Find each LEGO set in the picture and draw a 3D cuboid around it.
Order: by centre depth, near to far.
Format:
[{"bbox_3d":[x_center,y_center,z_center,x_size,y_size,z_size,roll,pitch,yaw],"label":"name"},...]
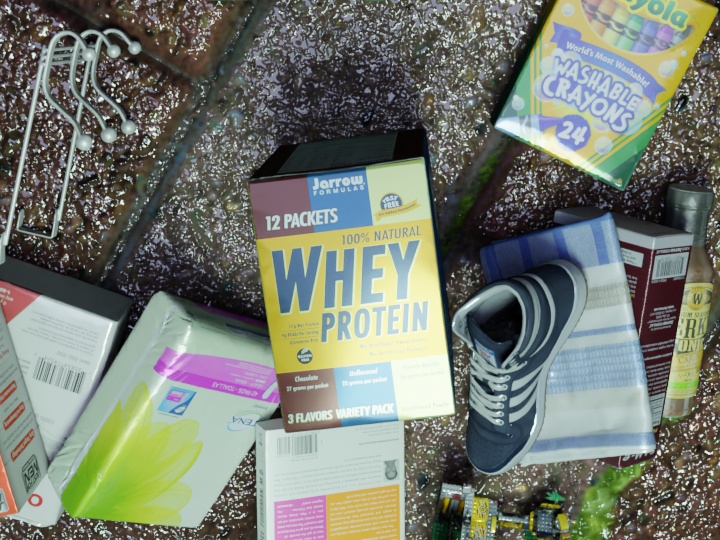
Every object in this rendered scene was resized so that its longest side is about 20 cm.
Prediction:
[{"bbox_3d":[0.118,0.273,1.136,0.153,0.116,0.201,15,67,6],"label":"LEGO set"}]

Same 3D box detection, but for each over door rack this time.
[{"bbox_3d":[-0.241,-0.098,1.073,0.066,0.148,0.201,26,102,0],"label":"over door rack"}]

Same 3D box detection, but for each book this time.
[{"bbox_3d":[-0.027,0.228,1.174,0.133,0.048,0.201,-4,103,-24],"label":"book"}]

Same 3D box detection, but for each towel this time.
[{"bbox_3d":[0.171,0.062,1.104,0.146,0.024,0.201,-13,86,47],"label":"towel"}]

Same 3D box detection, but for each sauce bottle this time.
[{"bbox_3d":[0.272,0.026,1.140,0.064,0.065,0.201,4,104,-1],"label":"sauce bottle"}]

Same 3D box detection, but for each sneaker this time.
[{"bbox_3d":[0.111,0.086,1.070,0.070,0.108,0.201,31,114,30],"label":"sneaker"}]

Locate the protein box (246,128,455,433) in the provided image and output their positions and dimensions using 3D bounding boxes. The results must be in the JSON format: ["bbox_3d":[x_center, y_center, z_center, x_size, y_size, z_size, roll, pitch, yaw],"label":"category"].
[{"bbox_3d":[0.000,0.000,1.061,0.134,0.200,0.200,-7,102,5],"label":"protein box"}]

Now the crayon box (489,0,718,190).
[{"bbox_3d":[0.209,-0.186,1.098,0.125,0.052,0.201,25,102,-5],"label":"crayon box"}]

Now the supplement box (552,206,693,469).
[{"bbox_3d":[0.211,0.055,1.121,0.061,0.109,0.201,-6,108,-43],"label":"supplement box"}]

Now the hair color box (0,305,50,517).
[{"bbox_3d":[-0.317,0.092,1.055,0.061,0.102,0.201,-14,101,5],"label":"hair color box"}]

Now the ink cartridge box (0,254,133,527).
[{"bbox_3d":[-0.302,0.102,1.151,0.146,0.083,0.201,20,103,-3],"label":"ink cartridge box"}]

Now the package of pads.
[{"bbox_3d":[-0.156,0.126,1.128,0.154,0.068,0.201,21,107,-50],"label":"package of pads"}]
